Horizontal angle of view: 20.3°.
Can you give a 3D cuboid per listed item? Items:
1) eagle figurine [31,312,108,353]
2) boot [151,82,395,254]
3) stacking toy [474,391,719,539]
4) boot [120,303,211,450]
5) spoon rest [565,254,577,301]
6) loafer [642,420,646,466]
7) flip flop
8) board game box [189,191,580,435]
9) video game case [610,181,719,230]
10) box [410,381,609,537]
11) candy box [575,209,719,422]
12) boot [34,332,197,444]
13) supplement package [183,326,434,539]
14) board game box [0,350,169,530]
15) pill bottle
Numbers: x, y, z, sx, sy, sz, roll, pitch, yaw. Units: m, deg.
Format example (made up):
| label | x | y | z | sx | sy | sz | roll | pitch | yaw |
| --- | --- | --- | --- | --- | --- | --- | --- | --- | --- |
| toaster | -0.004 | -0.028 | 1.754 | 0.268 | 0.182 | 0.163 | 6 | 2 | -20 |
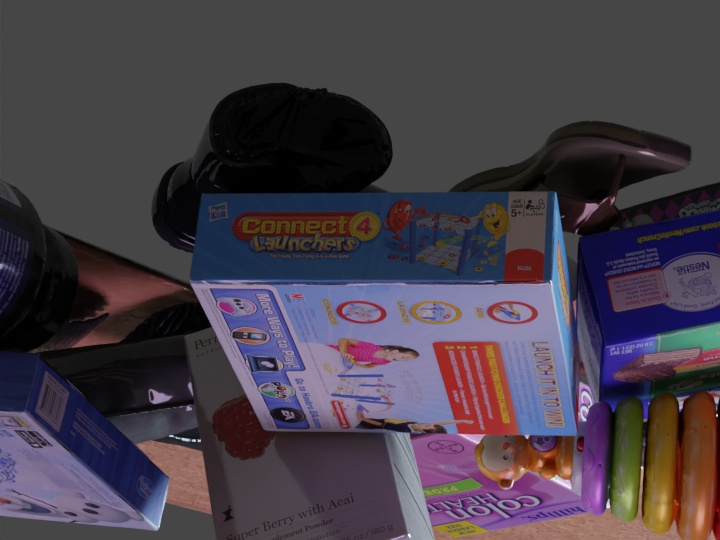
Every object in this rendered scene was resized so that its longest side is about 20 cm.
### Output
| label | x | y | z | sx | sy | sz | roll | pitch | yaw |
| --- | --- | --- | --- | --- | --- | --- | --- | --- | --- |
| eagle figurine | -0.274 | 0.068 | 1.453 | 0.151 | 0.152 | 0.200 | -20 | 145 | 23 |
| boot | -0.014 | -0.041 | 1.180 | 0.198 | 0.077 | 0.168 | 13 | 162 | -18 |
| stacking toy | 0.169 | 0.117 | 1.246 | 0.198 | 0.117 | 0.110 | 4 | 156 | 7 |
| boot | -0.113 | 0.087 | 1.559 | 0.199 | 0.077 | 0.167 | -27 | 157 | 37 |
| spoon rest | 0.093 | 0.012 | 1.275 | 0.098 | 0.061 | 0.200 | -2 | 180 | 10 |
| loafer | 0.225 | 0.090 | 1.418 | 0.071 | 0.064 | 0.200 | 1 | -153 | 18 |
| flip flop | 0.122 | -0.042 | 1.209 | 0.081 | 0.058 | 0.199 | 14 | 157 | -36 |
| board game box | 0.021 | 0.028 | 1.137 | 0.194 | 0.056 | 0.200 | 0 | 152 | 10 |
| video game case | 0.276 | -0.013 | 1.332 | 0.180 | 0.036 | 0.199 | -15 | 156 | 35 |
| box | 0.078 | 0.133 | 1.633 | 0.175 | 0.098 | 0.199 | -17 | 147 | 42 |
| candy box | 0.223 | 0.029 | 1.253 | 0.167 | 0.078 | 0.200 | -11 | 161 | 3 |
| boot | -0.135 | 0.056 | 1.374 | 0.198 | 0.073 | 0.183 | 1 | 125 | -9 |
| supplement package | -0.029 | 0.131 | 1.282 | 0.120 | 0.201 | 0.120 | -19 | 140 | 6 |
| board game box | -0.251 | 0.107 | 1.293 | 0.197 | 0.044 | 0.200 | 2 | 153 | 21 |
| pill bottle | -0.259 | -0.015 | 1.207 | 0.111 | 0.113 | 0.200 | -9 | 159 | 25 |
